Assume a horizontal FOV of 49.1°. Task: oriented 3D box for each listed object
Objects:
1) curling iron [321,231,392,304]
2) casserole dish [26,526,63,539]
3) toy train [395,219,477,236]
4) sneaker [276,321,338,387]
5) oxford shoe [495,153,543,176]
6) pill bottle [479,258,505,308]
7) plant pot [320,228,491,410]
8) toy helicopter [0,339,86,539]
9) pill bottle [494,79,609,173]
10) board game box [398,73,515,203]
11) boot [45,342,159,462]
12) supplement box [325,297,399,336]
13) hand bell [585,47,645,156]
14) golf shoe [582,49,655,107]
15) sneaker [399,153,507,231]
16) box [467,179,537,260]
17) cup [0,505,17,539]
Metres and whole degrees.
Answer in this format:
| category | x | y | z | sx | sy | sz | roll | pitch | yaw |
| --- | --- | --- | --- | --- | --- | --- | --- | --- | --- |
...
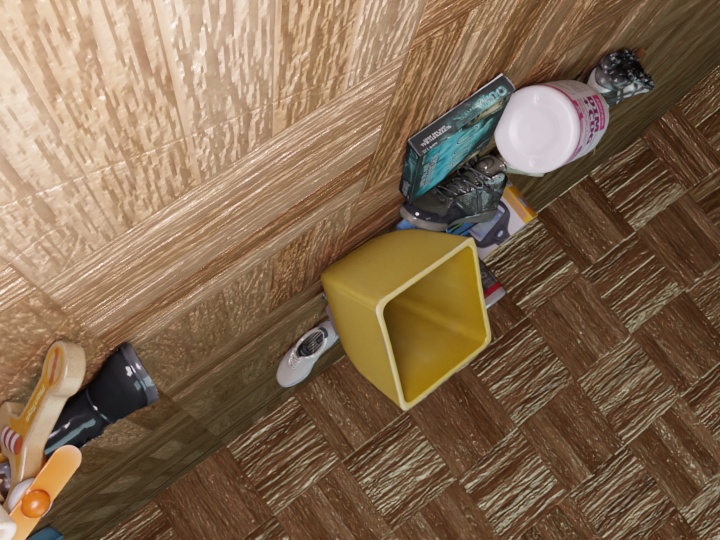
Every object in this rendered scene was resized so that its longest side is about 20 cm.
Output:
| category | x | y | z | sx | sy | sz | roll | pitch | yaw |
| --- | --- | --- | --- | --- | --- | --- | --- | --- | --- |
| curling iron | 0.000 | 0.000 | 1.374 | 0.200 | 0.026 | 0.050 | -42 | 173 | 30 |
| casserole dish | -0.707 | 0.601 | 1.673 | 0.121 | 0.039 | 0.200 | -29 | 170 | -48 |
| toy train | 0.138 | -0.082 | 1.306 | 0.200 | 0.087 | 0.114 | -30 | 166 | -44 |
| sneaker | -0.132 | 0.187 | 1.768 | 0.200 | 0.073 | 0.071 | -50 | 159 | 20 |
| oxford shoe | 0.275 | -0.196 | 1.380 | 0.200 | 0.075 | 0.058 | -10 | 111 | -57 |
| pill bottle | 0.179 | -0.001 | 1.528 | 0.111 | 0.200 | 0.111 | -37 | 172 | -6 |
| plant pot | 0.050 | 0.049 | 1.194 | 0.194 | 0.200 | 0.196 | -33 | 127 | -27 |
| toy helicopter | -0.283 | 0.150 | 0.674 | 0.079 | 0.132 | 0.200 | 16 | 113 | -40 |
| pill bottle | 0.271 | -0.203 | 1.086 | 0.113 | 0.113 | 0.200 | -42 | 171 | 34 |
| board game box | 0.112 | -0.155 | 0.964 | 0.135 | 0.028 | 0.200 | -36 | 172 | -6 |
| boot | -0.312 | 0.161 | 0.812 | 0.200 | 0.066 | 0.165 | -29 | 168 | -24 |
| supplement box | 0.046 | 0.045 | 1.374 | 0.199 | 0.061 | 0.109 | -17 | 163 | -15 |
| hand bell | 0.425 | -0.308 | 1.368 | 0.200 | 0.104 | 0.104 | -50 | 173 | -2 |
| golf shoe | 0.413 | -0.308 | 1.292 | 0.094 | 0.078 | 0.200 | -38 | 163 | 36 |
| sneaker | 0.145 | -0.122 | 1.173 | 0.199 | 0.076 | 0.114 | -11 | 135 | -37 |
| box | 0.236 | -0.092 | 1.558 | 0.200 | 0.119 | 0.041 | -42 | 171 | 29 |
| cup | -0.286 | 0.119 | 0.353 | 0.200 | 0.143 | 0.200 | -36 | 173 | -5 |
